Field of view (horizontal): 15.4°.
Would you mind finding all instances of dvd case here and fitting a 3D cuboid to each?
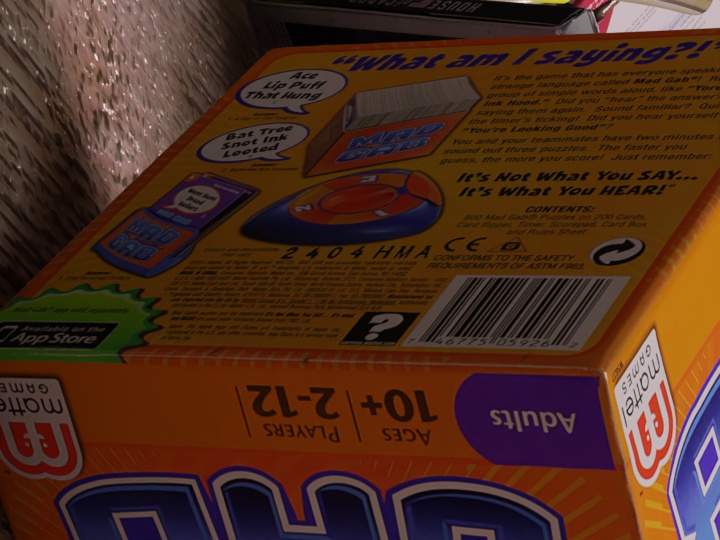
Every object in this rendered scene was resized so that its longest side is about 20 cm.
[{"bbox_3d":[0.044,-0.048,1.132,0.025,0.200,0.151,-35,118,-29],"label":"dvd case"}]

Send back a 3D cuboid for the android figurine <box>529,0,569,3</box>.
[{"bbox_3d":[0.025,-0.172,1.161,0.041,0.200,0.182,-67,-147,32],"label":"android figurine"}]

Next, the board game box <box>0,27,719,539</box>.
[{"bbox_3d":[0.038,0.060,0.801,0.200,0.200,0.200,-49,131,-49],"label":"board game box"}]

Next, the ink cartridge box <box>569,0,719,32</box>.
[{"bbox_3d":[0.105,-0.162,1.469,0.145,0.145,0.200,39,-10,24],"label":"ink cartridge box"}]

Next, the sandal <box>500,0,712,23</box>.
[{"bbox_3d":[0.069,-0.132,1.218,0.080,0.201,0.057,57,-39,42],"label":"sandal"}]
